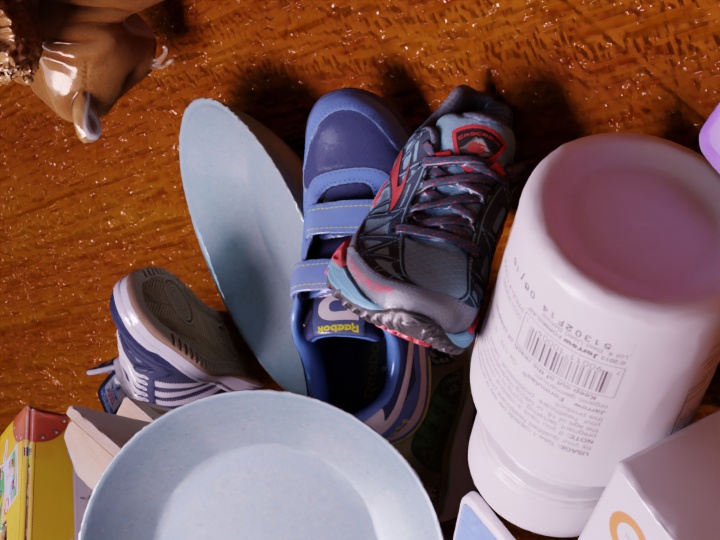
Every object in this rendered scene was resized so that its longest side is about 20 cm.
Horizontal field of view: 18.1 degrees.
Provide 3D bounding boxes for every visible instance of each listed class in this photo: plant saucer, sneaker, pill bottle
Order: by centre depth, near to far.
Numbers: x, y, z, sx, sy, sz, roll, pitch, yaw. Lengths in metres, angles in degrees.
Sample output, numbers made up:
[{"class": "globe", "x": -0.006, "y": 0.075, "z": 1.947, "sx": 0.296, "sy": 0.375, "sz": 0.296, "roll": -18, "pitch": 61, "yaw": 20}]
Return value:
[{"class": "pill bottle", "x": 0.114, "y": 0.038, "z": 1.098, "sx": 0.114, "sy": 0.114, "sz": 0.200, "roll": 50, "pitch": 149, "yaw": 27}, {"class": "sneaker", "x": 0.038, "y": -0.035, "z": 1.127, "sx": 0.079, "sy": 0.200, "sz": 0.096, "roll": 22, "pitch": 116, "yaw": -5}, {"class": "plant saucer", "x": -0.052, "y": 0.158, "z": 1.224, "sx": 0.039, "sy": 0.200, "sz": 0.202, "roll": -72, "pitch": -37, "yaw": -79}, {"class": "sneaker", "x": 0.000, "y": 0.000, "z": 1.240, "sx": 0.074, "sy": 0.082, "sz": 0.201, "roll": -5, "pitch": 92, "yaw": 20}, {"class": "sneaker", "x": 0.019, "y": 0.079, "z": 1.325, "sx": 0.077, "sy": 0.088, "sz": 0.201, "roll": 34, "pitch": 139, "yaw": 46}, {"class": "plant saucer", "x": -0.049, "y": -0.017, "z": 1.395, "sx": 0.201, "sy": 0.039, "sz": 0.202, "roll": 49, "pitch": 152, "yaw": 37}, {"class": "sneaker", "x": -0.141, "y": 0.062, "z": 1.470, "sx": 0.070, "sy": 0.108, "sz": 0.200, "roll": 69, "pitch": -167, "yaw": 20}]

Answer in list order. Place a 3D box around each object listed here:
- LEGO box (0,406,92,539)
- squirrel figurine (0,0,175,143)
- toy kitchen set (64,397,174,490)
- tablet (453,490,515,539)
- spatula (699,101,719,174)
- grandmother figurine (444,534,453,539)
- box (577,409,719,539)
[{"class": "LEGO box", "x": -0.157, "y": 0.202, "z": 1.432, "sx": 0.077, "sy": 0.148, "sz": 0.201, "roll": -47, "pitch": 38, "yaw": 50}, {"class": "squirrel figurine", "x": -0.195, "y": -0.172, "z": 1.384, "sx": 0.141, "sy": 0.199, "sz": 0.187, "roll": 39, "pitch": 134, "yaw": 33}, {"class": "toy kitchen set", "x": -0.122, "y": 0.190, "z": 1.325, "sx": 0.200, "sy": 0.163, "sz": 0.181, "roll": 34, "pitch": 101, "yaw": 44}, {"class": "tablet", "x": 0.105, "y": 0.218, "z": 1.156, "sx": 0.200, "sy": 0.014, "sz": 0.131, "roll": 50, "pitch": 149, "yaw": 32}, {"class": "spatula", "x": 0.192, "y": -0.102, "z": 0.949, "sx": 0.057, "sy": 0.020, "sz": 0.200, "roll": 53, "pitch": 149, "yaw": 26}, {"class": "grandmother figurine", "x": 0.003, "y": 0.187, "z": 1.405, "sx": 0.061, "sy": 0.121, "sz": 0.201, "roll": 103, "pitch": 158, "yaw": -73}, {"class": "box", "x": 0.172, "y": 0.174, "z": 1.123, "sx": 0.125, "sy": 0.097, "sz": 0.200, "roll": 53, "pitch": 151, "yaw": 24}]
